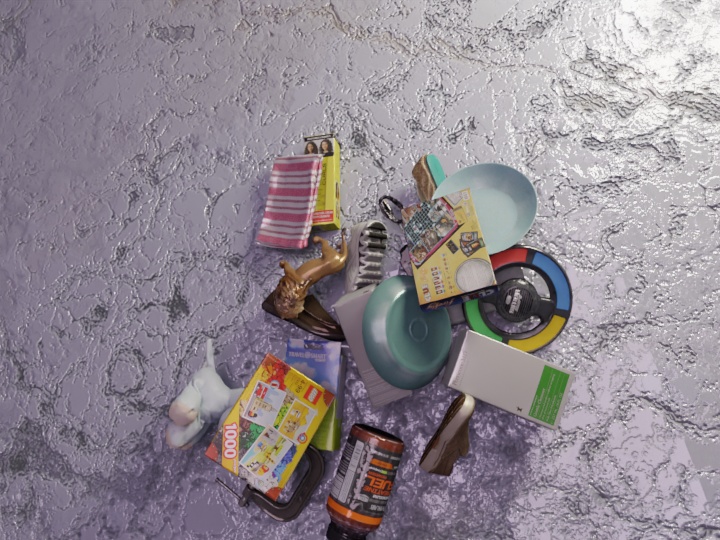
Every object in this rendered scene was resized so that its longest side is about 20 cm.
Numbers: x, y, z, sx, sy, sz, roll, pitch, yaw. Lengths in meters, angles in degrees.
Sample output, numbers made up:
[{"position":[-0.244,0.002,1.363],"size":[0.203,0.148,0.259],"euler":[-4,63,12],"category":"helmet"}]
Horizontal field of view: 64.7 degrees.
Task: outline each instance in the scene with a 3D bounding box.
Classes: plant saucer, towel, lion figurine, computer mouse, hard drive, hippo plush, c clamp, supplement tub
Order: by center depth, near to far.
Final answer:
[{"position":[0.094,0.105,0.996],"size":[0.036,0.197,0.204],"euler":[-16,67,55],"category":"plant saucer"},{"position":[0.003,0.388,1.019],"size":[0.105,0.107,0.203],"euler":[16,82,18],"category":"supplement tub"},{"position":[0.226,-0.107,1.050],"size":[0.197,0.039,0.204],"euler":[-10,59,16],"category":"plant saucer"},{"position":[0.205,0.018,1.072],"size":[0.197,0.033,0.142],"euler":[-20,91,8],"category":"hard drive"},{"position":[-0.166,0.388,1.077],"size":[0.170,0.027,0.201],"euler":[39,103,7],"category":"c clamp"},{"position":[-0.089,0.002,1.096],"size":[0.199,0.073,0.123],"euler":[-41,33,5],"category":"lion figurine"},{"position":[-0.273,0.280,1.121],"size":[0.158,0.161,0.201],"euler":[18,39,1],"category":"hippo plush"},{"position":[0.091,-0.060,1.131],"size":[0.058,0.034,0.203],"euler":[-25,80,8],"category":"computer mouse"},{"position":[-0.150,-0.147,1.191],"size":[0.145,0.030,0.204],"euler":[5,83,41],"category":"towel"}]

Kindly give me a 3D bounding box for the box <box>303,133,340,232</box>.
[{"position":[-0.082,-0.186,1.210],"size":[0.074,0.050,0.204],"euler":[-3,76,14],"category":"box"}]

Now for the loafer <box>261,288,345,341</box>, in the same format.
[{"position":[-0.108,0.082,1.138],"size":[0.197,0.073,0.072],"euler":[22,84,18],"category":"loafer"}]

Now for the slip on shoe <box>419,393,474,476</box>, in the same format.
[{"position":[0.161,0.289,0.975],"size":[0.060,0.076,0.202],"euler":[26,126,8],"category":"slip on shoe"}]

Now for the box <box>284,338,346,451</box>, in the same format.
[{"position":[-0.094,0.240,1.110],"size":[0.120,0.048,0.204],"euler":[2,78,15],"category":"box"}]

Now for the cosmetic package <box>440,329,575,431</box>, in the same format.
[{"position":[0.252,0.187,0.989],"size":[0.197,0.085,0.109],"euler":[20,83,1],"category":"cosmetic package"}]

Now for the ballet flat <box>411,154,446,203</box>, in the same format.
[{"position":[0.155,-0.131,1.130],"size":[0.065,0.070,0.203],"euler":[-31,71,47],"category":"ballet flat"}]

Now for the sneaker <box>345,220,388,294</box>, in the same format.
[{"position":[0.000,0.000,1.140],"size":[0.080,0.074,0.204],"euler":[9,87,48],"category":"sneaker"}]

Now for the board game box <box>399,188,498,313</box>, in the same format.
[{"position":[0.151,-0.037,0.995],"size":[0.133,0.035,0.203],"euler":[-15,58,12],"category":"board game box"}]

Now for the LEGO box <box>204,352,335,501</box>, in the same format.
[{"position":[-0.158,0.274,1.014],"size":[0.148,0.077,0.202],"euler":[31,75,0],"category":"LEGO box"}]

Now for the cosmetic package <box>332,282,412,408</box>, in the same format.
[{"position":[0.026,0.133,1.043],"size":[0.089,0.107,0.203],"euler":[-24,91,8],"category":"cosmetic package"}]

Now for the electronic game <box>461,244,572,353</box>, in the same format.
[{"position":[0.282,0.054,1.027],"size":[0.196,0.042,0.204],"euler":[1,100,6],"category":"electronic game"}]
